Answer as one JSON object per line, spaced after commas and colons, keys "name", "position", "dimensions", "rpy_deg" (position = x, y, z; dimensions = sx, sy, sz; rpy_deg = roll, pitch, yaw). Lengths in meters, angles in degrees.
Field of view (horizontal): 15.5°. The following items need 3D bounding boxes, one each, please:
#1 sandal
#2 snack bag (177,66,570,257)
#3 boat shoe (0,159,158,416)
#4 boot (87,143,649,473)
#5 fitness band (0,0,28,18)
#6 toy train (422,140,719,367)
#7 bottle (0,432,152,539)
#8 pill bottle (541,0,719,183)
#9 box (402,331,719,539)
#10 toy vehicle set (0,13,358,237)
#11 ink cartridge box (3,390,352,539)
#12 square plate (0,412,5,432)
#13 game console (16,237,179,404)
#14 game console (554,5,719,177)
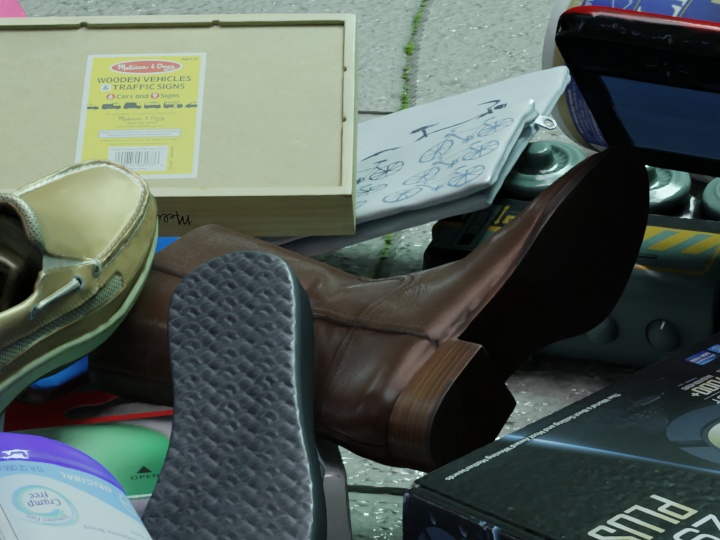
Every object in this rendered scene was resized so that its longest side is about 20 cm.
{"name": "sandal", "position": [-0.043, 0.082, 1.015], "dimensions": [0.076, 0.043, 0.200], "rpy_deg": [-7, 51, 18]}
{"name": "snack bag", "position": [0.005, -0.051, 1.300], "dimensions": [0.188, 0.021, 0.200], "rpy_deg": [-15, 16, 24]}
{"name": "boat shoe", "position": [-0.136, 0.001, 1.051], "dimensions": [0.072, 0.076, 0.200], "rpy_deg": [21, 38, 13]}
{"name": "boot", "position": [0.000, 0.000, 1.114], "dimensions": [0.200, 0.064, 0.186], "rpy_deg": [11, 46, 40]}
{"name": "fitness band", "position": [-0.239, -0.107, 1.312], "dimensions": [0.144, 0.037, 0.200], "rpy_deg": [-22, 50, -21]}
{"name": "toy train", "position": [0.124, 0.001, 1.247], "dimensions": [0.200, 0.085, 0.114], "rpy_deg": [8, 36, 23]}
{"name": "bottle", "position": [-0.090, 0.136, 0.903], "dimensions": [0.083, 0.065, 0.200], "rpy_deg": [18, 22, -37]}
{"name": "pill bottle", "position": [0.207, -0.104, 1.434], "dimensions": [0.120, 0.120, 0.200], "rpy_deg": [-21, 27, -38]}
{"name": "box", "position": [0.141, 0.105, 0.960], "dimensions": [0.200, 0.086, 0.164], "rpy_deg": [-22, 29, -39]}
{"name": "toy vehicle set", "position": [-0.101, -0.068, 1.229], "dimensions": [0.200, 0.027, 0.124], "rpy_deg": [0, 46, 3]}
{"name": "ink cartridge box", "position": [-0.095, 0.072, 1.135], "dimensions": [0.161, 0.050, 0.200], "rpy_deg": [-6, 24, -6]}
{"name": "square plate", "position": [-0.240, 0.082, 1.048], "dimensions": [0.200, 0.028, 0.198], "rpy_deg": [-11, 39, 4]}
{"name": "game console", "position": [-0.189, 0.023, 1.282], "dimensions": [0.171, 0.118, 0.200], "rpy_deg": [38, 26, 13]}
{"name": "game console", "position": [0.166, -0.017, 1.088], "dimensions": [0.172, 0.119, 0.200], "rpy_deg": [10, -10, 15]}
